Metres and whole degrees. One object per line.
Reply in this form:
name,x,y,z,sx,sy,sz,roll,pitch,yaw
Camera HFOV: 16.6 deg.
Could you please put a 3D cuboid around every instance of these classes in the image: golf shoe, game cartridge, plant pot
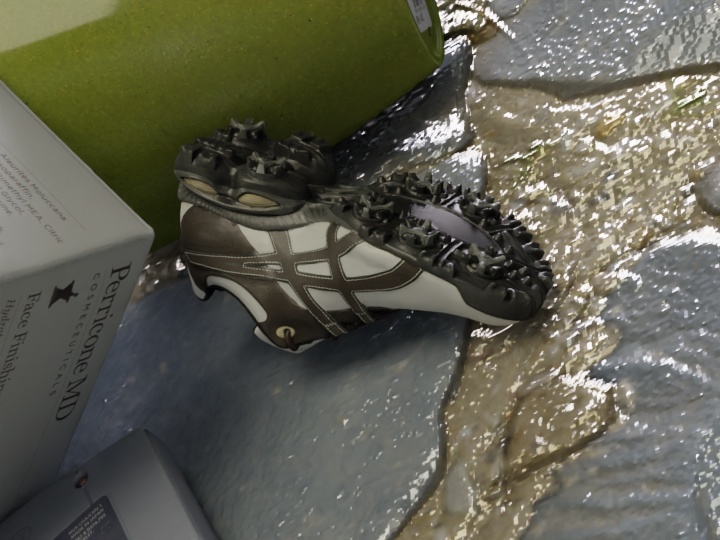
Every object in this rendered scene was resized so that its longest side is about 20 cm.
golf shoe,0.000,0.000,1.143,0.199,0.095,0.078,22,27,32
game cartridge,-0.151,0.169,1.143,0.200,0.041,0.133,-41,39,4
plant pot,-0.065,-0.117,1.247,0.199,0.188,0.188,-17,42,12

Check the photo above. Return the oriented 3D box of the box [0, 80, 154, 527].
box,-0.230,0.008,1.165,0.200,0.130,0.200,42,128,23
